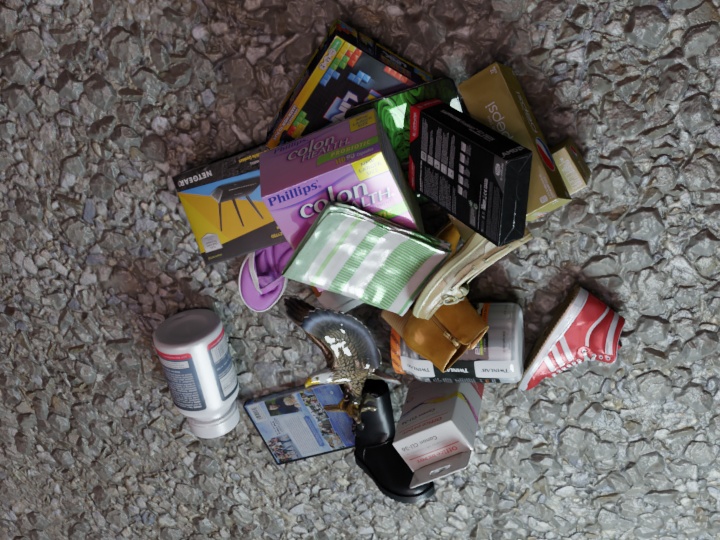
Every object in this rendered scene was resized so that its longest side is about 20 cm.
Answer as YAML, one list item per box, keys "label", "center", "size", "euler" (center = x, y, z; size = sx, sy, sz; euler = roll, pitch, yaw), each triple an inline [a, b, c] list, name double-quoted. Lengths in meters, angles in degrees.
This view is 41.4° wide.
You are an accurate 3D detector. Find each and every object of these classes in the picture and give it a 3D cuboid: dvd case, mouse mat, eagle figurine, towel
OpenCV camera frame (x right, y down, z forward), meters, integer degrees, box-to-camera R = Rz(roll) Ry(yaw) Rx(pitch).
- label: "dvd case"
  center: [-0.095, 0.271, 1.702]
  size: [0.197, 0.018, 0.144]
  euler: [-17, 115, 22]
- label: "mouse mat"
  center: [0.078, -0.171, 1.353]
  size: [0.158, 0.008, 0.201]
  euler: [-17, 130, 9]
- label: "eagle figurine"
  center: [-0.034, 0.132, 1.478]
  size: [0.149, 0.151, 0.203]
  euler: [-10, 100, 22]
- label: "towel"
  center: [0.010, -0.013, 1.324]
  size: [0.197, 0.024, 0.153]
  euler: [18, 129, -24]

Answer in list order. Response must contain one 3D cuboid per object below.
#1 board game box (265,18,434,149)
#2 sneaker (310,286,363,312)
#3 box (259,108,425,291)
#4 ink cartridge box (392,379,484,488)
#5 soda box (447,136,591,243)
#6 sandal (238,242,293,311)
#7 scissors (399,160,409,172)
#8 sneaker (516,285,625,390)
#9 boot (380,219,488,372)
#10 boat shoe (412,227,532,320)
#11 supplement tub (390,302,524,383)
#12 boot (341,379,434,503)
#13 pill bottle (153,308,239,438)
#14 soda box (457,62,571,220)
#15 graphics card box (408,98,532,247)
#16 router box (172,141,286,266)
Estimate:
- label: "board game box"
  center: [-0.017, -0.224, 1.343]
  size: [0.164, 0.057, 0.201]
  euler: [26, 124, -19]
- label: "sneaker"
  center: [0.000, 0.000, 1.483]
  size: [0.199, 0.073, 0.085]
  euler: [-31, 111, 29]
- label: "box"
  center: [-0.021, -0.093, 1.326]
  size: [0.173, 0.098, 0.201]
  euler: [-19, 133, 11]
- label: "ink cartridge box"
  center: [0.123, 0.242, 1.518]
  size: [0.115, 0.201, 0.068]
  euler: [-28, 111, 27]
- label: "soda box"
  center: [0.226, -0.109, 1.358]
  size: [0.198, 0.068, 0.065]
  euler: [-29, 99, 27]
- label: "sandal"
  center: [-0.147, -0.010, 1.529]
  size: [0.082, 0.050, 0.204]
  euler: [27, 121, -2]
- label: "scissors"
  center: [0.085, -0.158, 1.353]
  size: [0.196, 0.014, 0.074]
  euler: [-2, 134, -3]
- label: "sneaker"
  center: [0.329, 0.129, 1.475]
  size: [0.111, 0.071, 0.202]
  euler: [29, 121, 0]
- label: "boot"
  center: [0.137, 0.036, 1.411]
  size: [0.143, 0.071, 0.202]
  euler: [36, 92, 21]
- label: "boat shoe"
  center: [0.153, 0.002, 1.334]
  size: [0.063, 0.073, 0.201]
  euler: [44, 101, 9]
- label: "supplement tub"
  center: [0.152, 0.112, 1.481]
  size: [0.197, 0.123, 0.124]
  euler: [-2, 120, 15]
- label: "boot"
  center: [0.040, 0.273, 1.578]
  size: [0.199, 0.076, 0.171]
  euler: [27, 133, 54]
- label: "pill bottle"
  center: [-0.273, 0.180, 1.635]
  size: [0.118, 0.120, 0.203]
  euler: [-2, 119, 16]
- label: "soda box"
  center: [0.205, -0.171, 1.270]
  size: [0.063, 0.067, 0.203]
  euler: [-28, 79, 27]
- label: "graphics card box"
  center: [0.139, -0.132, 1.250]
  size: [0.200, 0.050, 0.127]
  euler: [40, 140, 45]
- label: "router box"
  center: [-0.172, -0.107, 1.461]
  size: [0.197, 0.051, 0.151]
  euler: [-16, 103, 21]
